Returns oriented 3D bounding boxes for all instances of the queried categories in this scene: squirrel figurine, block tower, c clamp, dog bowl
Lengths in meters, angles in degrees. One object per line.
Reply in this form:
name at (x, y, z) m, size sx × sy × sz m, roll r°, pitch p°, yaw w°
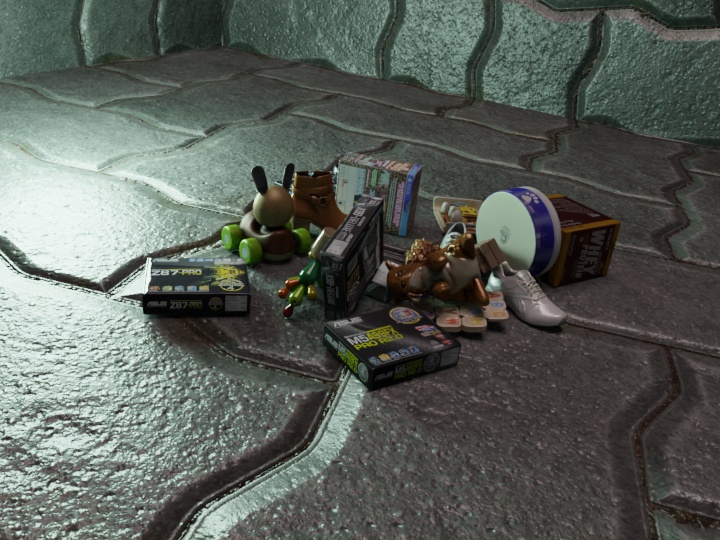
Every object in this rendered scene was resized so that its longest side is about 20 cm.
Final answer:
squirrel figurine at (0.142, 0.009, 1.420) m, size 0.183 × 0.144 × 0.200 m, roll -16°, pitch 10°, yaw 2°
block tower at (0.262, -0.031, 1.514) m, size 0.053 × 0.059 × 0.200 m, roll -28°, pitch -2°, yaw 2°
c clamp at (0.056, -0.046, 1.603) m, size 0.196 × 0.028 × 0.171 m, roll 14°, pitch 16°, yaw -15°
dog bowl at (0.350, -0.082, 1.584) m, size 0.077 × 0.204 × 0.200 m, roll -11°, pitch 30°, yaw -29°

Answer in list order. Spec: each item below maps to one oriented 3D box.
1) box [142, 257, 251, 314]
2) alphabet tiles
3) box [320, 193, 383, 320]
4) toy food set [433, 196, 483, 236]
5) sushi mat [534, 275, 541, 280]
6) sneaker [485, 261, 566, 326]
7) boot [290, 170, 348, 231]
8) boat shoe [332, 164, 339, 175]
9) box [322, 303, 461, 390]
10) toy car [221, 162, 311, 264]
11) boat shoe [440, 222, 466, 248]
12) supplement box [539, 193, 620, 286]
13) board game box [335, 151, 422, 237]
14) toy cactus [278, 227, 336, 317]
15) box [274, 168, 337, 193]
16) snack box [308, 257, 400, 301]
box at (-0.313, 0.028, 1.357) m, size 0.195 × 0.050 × 0.162 m, roll 0°, pitch 23°, yaw -13°
alphabet tiles at (0.196, 0.068, 1.422) m, size 0.191 × 0.015 × 0.201 m, roll 1°, pitch 25°, yaw 3°
box at (-0.012, -0.026, 1.365) m, size 0.049 × 0.160 × 0.201 m, roll 14°, pitch 41°, yaw 18°
toy food set at (0.277, -0.148, 1.864) m, size 0.140 × 0.062 × 0.201 m, roll 4°, pitch 26°, yaw -6°
sushi mat at (0.362, -0.060, 1.662) m, size 0.012 × 0.098 × 0.200 m, roll -9°, pitch 30°, yaw -30°
sneaker at (0.339, 0.049, 1.452) m, size 0.070 × 0.082 × 0.199 m, roll -13°, pitch 33°, yaw -39°
boot at (-0.078, -0.164, 1.690) m, size 0.195 × 0.158 × 0.077 m, roll -1°, pitch 25°, yaw -17°
boat shoe at (0.004, -0.252, 2.003) m, size 0.196 × 0.064 × 0.073 m, roll 17°, pitch 27°, yaw 20°
box at (0.055, 0.129, 1.251) m, size 0.197 × 0.045 × 0.160 m, roll -10°, pitch 31°, yaw -32°
toy car at (-0.201, -0.137, 1.550) m, size 0.162 × 0.204 × 0.157 m, roll -14°, pitch 32°, yaw -38°
boat shoe at (0.214, -0.057, 1.651) m, size 0.072 × 0.068 × 0.201 m, roll 9°, pitch 26°, yaw 5°
supplement box at (0.468, -0.078, 1.684) m, size 0.194 × 0.135 × 0.199 m, roll -10°, pitch 30°, yaw -32°
board game box at (0.043, -0.194, 1.782) m, size 0.196 × 0.163 × 0.097 m, roll 13°, pitch 26°, yaw 12°
toy cactus at (-0.080, -0.005, 1.370) m, size 0.101 × 0.167 × 0.200 m, roll 35°, pitch 37°, yaw 11°
box at (-0.114, -0.218, 1.922) m, size 0.157 × 0.047 × 0.199 m, roll 23°, pitch 30°, yaw 30°
snack box at (0.000, 0.000, 1.511) m, size 0.197 × 0.038 × 0.116 m, roll 21°, pitch 27°, yaw 26°
